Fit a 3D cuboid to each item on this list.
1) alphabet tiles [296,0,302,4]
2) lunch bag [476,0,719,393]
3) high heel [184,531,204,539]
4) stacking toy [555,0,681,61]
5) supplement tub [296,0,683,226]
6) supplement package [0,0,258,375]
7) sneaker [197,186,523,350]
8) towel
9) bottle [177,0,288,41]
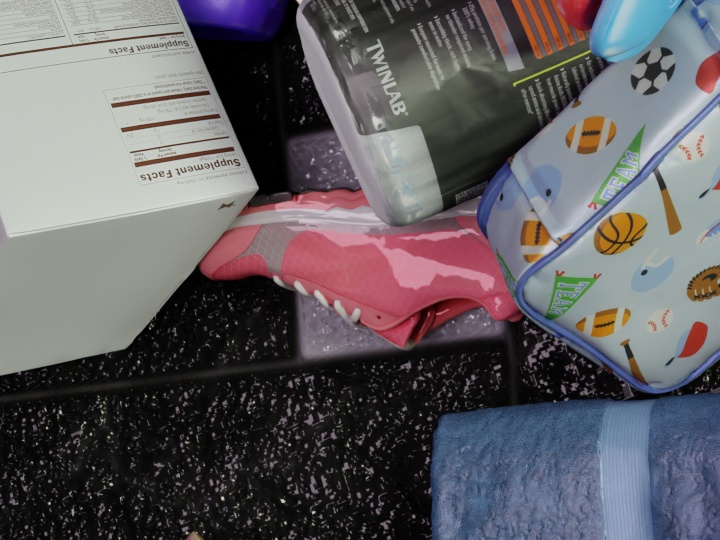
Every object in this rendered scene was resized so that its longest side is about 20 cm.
[{"bbox_3d":[0.050,-0.196,1.202,0.200,0.015,0.196,-42,81,9],"label":"alphabet tiles"},{"bbox_3d":[0.160,-0.035,1.081,0.200,0.160,0.076,-42,45,19],"label":"lunch bag"},{"bbox_3d":[-0.067,0.230,1.204,0.096,0.067,0.200,-43,63,-4],"label":"high heel"},{"bbox_3d":[0.059,-0.185,0.999,0.199,0.116,0.110,28,124,10],"label":"stacking toy"},{"bbox_3d":[0.079,-0.112,1.114,0.199,0.123,0.123,-23,74,-3],"label":"supplement tub"},{"bbox_3d":[-0.186,-0.072,1.218,0.191,0.147,0.201,-46,62,50],"label":"supplement package"},{"bbox_3d":[0.000,0.000,1.200,0.199,0.074,0.087,-7,84,26],"label":"sneaker"},{"bbox_3d":[0.127,0.118,1.138,0.199,0.048,0.112,-5,82,27],"label":"towel"},{"bbox_3d":[-0.072,-0.227,1.261,0.083,0.065,0.201,4,87,22],"label":"bottle"}]
